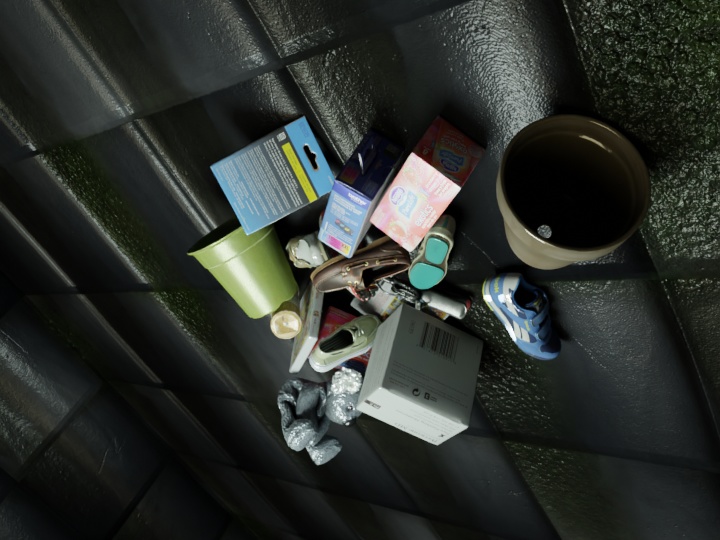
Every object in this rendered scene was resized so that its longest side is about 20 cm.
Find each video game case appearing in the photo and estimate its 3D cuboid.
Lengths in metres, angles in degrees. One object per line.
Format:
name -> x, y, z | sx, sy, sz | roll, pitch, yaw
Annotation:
video game case -> -0.115, 0.106, 1.541 | 0.022, 0.185, 0.201 | 13, 148, -12
video game case -> 0.083, 0.074, 1.479 | 0.181, 0.023, 0.201 | 35, 145, 2

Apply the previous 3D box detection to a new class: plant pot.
plant pot -> -0.225, -0.011, 1.459 | 0.198, 0.200, 0.192 | -13, 113, 48
plant pot -> 0.277, -0.086, 0.987 | 0.198, 0.202, 0.174 | 29, 161, 10

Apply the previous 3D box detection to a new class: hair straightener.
hair straightener -> 0.114, 0.043, 1.349 | 0.197, 0.077, 0.041 | 25, 111, 9

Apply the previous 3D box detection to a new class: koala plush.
koala plush -> -0.064, 0.288, 1.537 | 0.198, 0.186, 0.178 | -28, 145, 9

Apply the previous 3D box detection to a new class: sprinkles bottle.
sprinkles bottle -> -0.167, 0.078, 1.557 | 0.068, 0.068, 0.200 | 50, -172, -21

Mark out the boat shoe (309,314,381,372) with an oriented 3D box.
boat shoe -> -0.021, 0.144, 1.460 | 0.072, 0.199, 0.062 | 46, 140, 14

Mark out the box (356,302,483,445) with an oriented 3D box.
box -> 0.121, 0.209, 1.410 | 0.196, 0.202, 0.131 | 25, 145, -10

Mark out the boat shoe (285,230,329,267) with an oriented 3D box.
boat shoe -> -0.107, -0.035, 1.388 | 0.200, 0.067, 0.076 | -171, 62, -80

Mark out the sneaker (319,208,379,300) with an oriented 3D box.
sneaker -> -0.037, -0.031, 1.405 | 0.082, 0.077, 0.203 | 16, 133, 57

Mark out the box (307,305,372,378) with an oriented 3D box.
box -> -0.008, 0.173, 1.565 | 0.197, 0.101, 0.096 | 24, 147, -10

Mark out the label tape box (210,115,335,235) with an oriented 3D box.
label tape box -> -0.155, -0.178, 1.298 | 0.197, 0.063, 0.146 | -25, 103, 8

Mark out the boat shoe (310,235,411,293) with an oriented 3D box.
boat shoe -> 0.000, 0.000, 1.315 | 0.197, 0.071, 0.070 | -25, 153, 14

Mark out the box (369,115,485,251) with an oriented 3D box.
box -> 0.104, -0.135, 1.137 | 0.094, 0.103, 0.200 | 35, 147, 0

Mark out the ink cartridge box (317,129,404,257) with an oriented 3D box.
ink cartridge box -> 0.002, -0.138, 1.190 | 0.076, 0.137, 0.201 | 29, 146, 2

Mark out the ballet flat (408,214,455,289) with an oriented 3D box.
ballet flat -> 0.137, -0.032, 1.271 | 0.066, 0.063, 0.201 | 23, 152, 1

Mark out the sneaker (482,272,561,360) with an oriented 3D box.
sneaker -> 0.303, 0.083, 1.249 | 0.200, 0.074, 0.082 | 46, 143, -16
